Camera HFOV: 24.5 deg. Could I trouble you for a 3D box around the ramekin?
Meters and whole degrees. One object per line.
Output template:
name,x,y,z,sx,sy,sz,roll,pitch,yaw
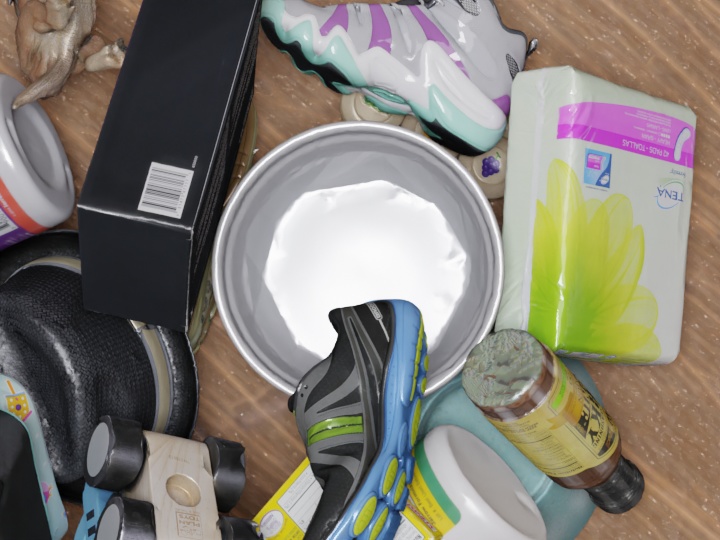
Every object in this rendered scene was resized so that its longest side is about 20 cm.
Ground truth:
ramekin,0.000,0.000,1.167,0.200,0.105,0.201,0,86,3

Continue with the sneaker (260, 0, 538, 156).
sneaker,0.035,-0.186,1.205,0.200,0.078,0.140,28,82,-13

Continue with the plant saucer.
plant saucer,0.091,0.130,1.220,0.201,0.039,0.201,0,87,-7

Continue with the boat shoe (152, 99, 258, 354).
boat shoe,-0.119,-0.034,1.204,0.073,0.063,0.200,16,82,19

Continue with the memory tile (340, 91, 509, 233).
memory tile,0.075,-0.090,1.244,0.200,0.017,0.153,28,84,-3

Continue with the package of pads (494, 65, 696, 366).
package of pads,0.172,-0.034,1.192,0.154,0.068,0.200,10,84,-44

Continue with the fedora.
fedora,-0.211,0.075,1.134,0.200,0.092,0.201,3,100,17

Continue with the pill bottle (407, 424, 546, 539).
pill bottle,0.022,0.209,1.151,0.200,0.113,0.113,-43,92,15

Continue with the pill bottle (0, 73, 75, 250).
pill bottle,-0.309,-0.048,1.141,0.200,0.111,0.112,-23,89,10

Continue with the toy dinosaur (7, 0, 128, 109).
toy dinosaur,-0.215,-0.180,1.158,0.086,0.135,0.200,23,62,-35

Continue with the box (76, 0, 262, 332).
box,-0.123,-0.083,1.087,0.079,0.141,0.200,12,61,2

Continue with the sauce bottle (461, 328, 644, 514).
sauce bottle,0.141,0.111,1.149,0.065,0.065,0.200,-53,137,-7

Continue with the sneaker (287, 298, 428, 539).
sneaker,-0.009,0.109,1.059,0.083,0.071,0.200,2,60,18

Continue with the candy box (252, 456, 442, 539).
candy box,-0.045,0.212,1.105,0.102,0.026,0.200,45,103,17

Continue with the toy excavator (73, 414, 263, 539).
toy excavator,-0.150,0.224,1.076,0.100,0.200,0.195,14,41,-27

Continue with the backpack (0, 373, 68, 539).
backpack,-0.295,0.151,1.057,0.200,0.153,0.176,2,126,15
